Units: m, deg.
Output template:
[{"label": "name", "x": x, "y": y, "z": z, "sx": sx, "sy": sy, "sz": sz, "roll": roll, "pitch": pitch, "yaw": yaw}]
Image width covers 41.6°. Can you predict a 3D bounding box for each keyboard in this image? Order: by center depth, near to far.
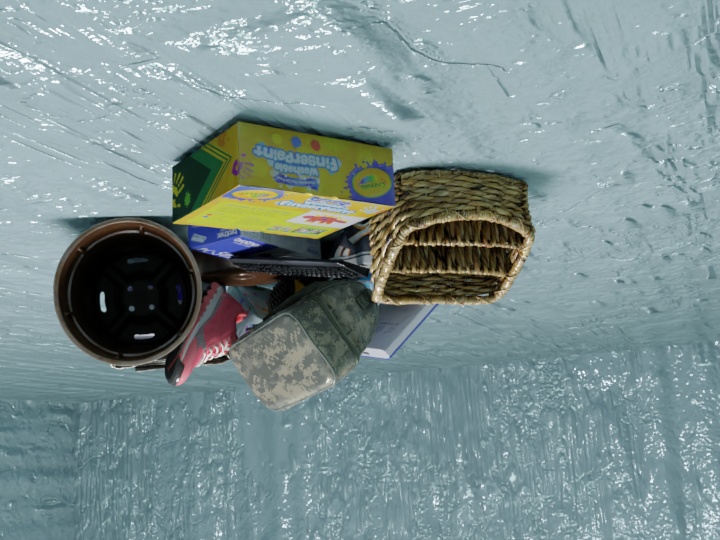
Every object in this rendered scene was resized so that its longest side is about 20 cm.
[{"label": "keyboard", "x": -0.078, "y": 0.000, "z": 1.342, "sx": 0.199, "sy": 0.021, "sz": 0.127, "roll": 3, "pitch": 173, "yaw": 32}]

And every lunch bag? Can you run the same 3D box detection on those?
[{"label": "lunch bag", "x": -0.077, "y": 0.104, "z": 1.438, "sx": 0.200, "sy": 0.140, "sz": 0.168, "roll": -33, "pitch": -178, "yaw": 45}, {"label": "lunch bag", "x": -0.155, "y": 0.093, "z": 1.705, "sx": 0.160, "sy": 0.077, "sz": 0.200, "roll": 16, "pitch": -167, "yaw": -30}]

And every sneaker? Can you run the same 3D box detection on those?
[{"label": "sneaker", "x": 0.007, "y": -0.038, "z": 1.365, "sx": 0.078, "sy": 0.080, "sz": 0.200, "roll": 4, "pitch": 173, "yaw": -23}, {"label": "sneaker", "x": -0.226, "y": 0.102, "z": 1.432, "sx": 0.087, "sy": 0.201, "sz": 0.074, "roll": 33, "pitch": 132, "yaw": -11}, {"label": "sneaker", "x": -0.064, "y": 0.020, "z": 1.541, "sx": 0.090, "sy": 0.070, "sz": 0.200, "roll": 13, "pitch": 139, "yaw": -43}]

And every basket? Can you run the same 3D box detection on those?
[{"label": "basket", "x": 0.122, "y": -0.039, "z": 1.212, "sx": 0.199, "sy": 0.150, "sz": 0.143, "roll": 3, "pitch": 167, "yaw": -23}]

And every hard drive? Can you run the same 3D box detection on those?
[{"label": "hard drive", "x": 0.070, "y": 0.075, "z": 1.657, "sx": 0.200, "sy": 0.025, "sz": 0.132, "roll": -46, "pitch": -156, "yaw": -26}]

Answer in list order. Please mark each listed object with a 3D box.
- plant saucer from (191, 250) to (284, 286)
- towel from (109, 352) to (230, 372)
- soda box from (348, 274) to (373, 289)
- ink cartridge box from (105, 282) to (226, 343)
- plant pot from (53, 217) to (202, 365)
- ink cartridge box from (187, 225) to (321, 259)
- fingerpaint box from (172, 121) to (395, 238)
[{"label": "plant saucer", "x": -0.194, "y": -0.005, "z": 1.560, "sx": 0.199, "sy": 0.037, "sz": 0.200, "roll": -4, "pitch": 168, "yaw": -1}, {"label": "towel", "x": -0.319, "y": 0.107, "z": 1.579, "sx": 0.191, "sy": 0.035, "sz": 0.200, "roll": -2, "pitch": -152, "yaw": -12}, {"label": "soda box", "x": 0.000, "y": 0.000, "z": 1.553, "sx": 0.064, "sy": 0.068, "sz": 0.200, "roll": 0, "pitch": 168, "yaw": -17}, {"label": "ink cartridge box", "x": -0.319, "y": 0.066, "z": 1.573, "sx": 0.199, "sy": 0.044, "sz": 0.198, "roll": -2, "pitch": -152, "yaw": -10}, {"label": "plant pot", "x": -0.327, "y": 0.037, "z": 1.380, "sx": 0.199, "sy": 0.202, "sz": 0.198, "roll": -2, "pitch": 175, "yaw": -8}, {"label": "ink cartridge box", "x": -0.149, "y": -0.043, "z": 1.371, "sx": 0.094, "sy": 0.045, "sz": 0.200, "roll": -12, "pitch": 165, "yaw": 29}, {"label": "fingerpaint box", "x": -0.088, "y": -0.096, "z": 1.067, "sx": 0.199, "sy": 0.074, "sz": 0.167, "roll": 5, "pitch": 167, "yaw": -34}]
